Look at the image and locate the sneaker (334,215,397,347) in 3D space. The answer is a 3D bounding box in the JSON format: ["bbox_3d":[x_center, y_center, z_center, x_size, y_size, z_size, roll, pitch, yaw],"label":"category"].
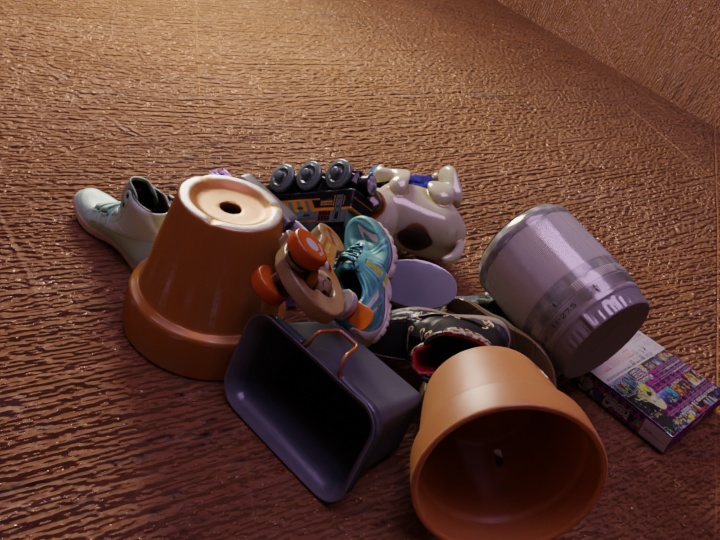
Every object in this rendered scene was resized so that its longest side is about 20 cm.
[{"bbox_3d":[0.000,0.000,1.012,0.080,0.077,0.202,41,33,-37],"label":"sneaker"}]

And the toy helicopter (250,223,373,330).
[{"bbox_3d":[-0.041,0.000,0.911,0.132,0.079,0.200,44,20,-12],"label":"toy helicopter"}]

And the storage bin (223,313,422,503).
[{"bbox_3d":[-0.030,0.130,0.879,0.199,0.147,0.134,38,25,27],"label":"storage bin"}]

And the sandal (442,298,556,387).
[{"bbox_3d":[0.189,0.106,1.050,0.054,0.081,0.200,17,18,-50],"label":"sandal"}]

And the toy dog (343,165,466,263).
[{"bbox_3d":[0.059,-0.077,1.273,0.197,0.140,0.196,2,54,-25],"label":"toy dog"}]

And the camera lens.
[{"bbox_3d":[0.270,0.023,1.070,0.158,0.161,0.201,-8,49,-38],"label":"camera lens"}]

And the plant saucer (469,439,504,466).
[{"bbox_3d":[0.191,0.190,1.004,0.197,0.030,0.201,14,30,-9],"label":"plant saucer"}]

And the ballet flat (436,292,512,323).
[{"bbox_3d":[0.193,0.055,1.181,0.198,0.075,0.074,-5,38,-38],"label":"ballet flat"}]

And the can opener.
[{"bbox_3d":[-0.119,-0.063,1.136,0.066,0.053,0.200,-18,57,-47],"label":"can opener"}]

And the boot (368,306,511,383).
[{"bbox_3d":[0.084,0.093,0.968,0.197,0.074,0.150,3,6,13],"label":"boot"}]

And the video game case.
[{"bbox_3d":[0.421,0.166,1.165,0.199,0.036,0.181,-16,44,-44],"label":"video game case"}]

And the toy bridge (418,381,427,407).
[{"bbox_3d":[0.169,0.169,0.969,0.197,0.027,0.067,18,30,-1],"label":"toy bridge"}]

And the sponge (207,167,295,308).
[{"bbox_3d":[-0.150,-0.048,1.101,0.030,0.112,0.200,-27,49,-21],"label":"sponge"}]

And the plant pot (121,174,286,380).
[{"bbox_3d":[-0.175,-0.005,0.947,0.197,0.185,0.201,14,31,-9],"label":"plant pot"}]

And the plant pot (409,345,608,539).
[{"bbox_3d":[0.143,0.175,0.833,0.197,0.202,0.141,12,29,-12],"label":"plant pot"}]

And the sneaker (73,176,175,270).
[{"bbox_3d":[-0.316,-0.090,1.065,0.200,0.119,0.073,36,36,27],"label":"sneaker"}]

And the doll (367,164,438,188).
[{"bbox_3d":[0.074,-0.155,1.462,0.198,0.049,0.137,-1,35,-31],"label":"doll"}]

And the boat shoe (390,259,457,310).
[{"bbox_3d":[0.035,0.027,1.105,0.197,0.071,0.066,-3,-10,4],"label":"boat shoe"}]

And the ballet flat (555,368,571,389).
[{"bbox_3d":[0.287,0.082,1.150,0.066,0.047,0.202,0,49,24],"label":"ballet flat"}]

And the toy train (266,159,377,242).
[{"bbox_3d":[-0.067,-0.099,1.182,0.198,0.116,0.085,0,-20,32],"label":"toy train"}]
